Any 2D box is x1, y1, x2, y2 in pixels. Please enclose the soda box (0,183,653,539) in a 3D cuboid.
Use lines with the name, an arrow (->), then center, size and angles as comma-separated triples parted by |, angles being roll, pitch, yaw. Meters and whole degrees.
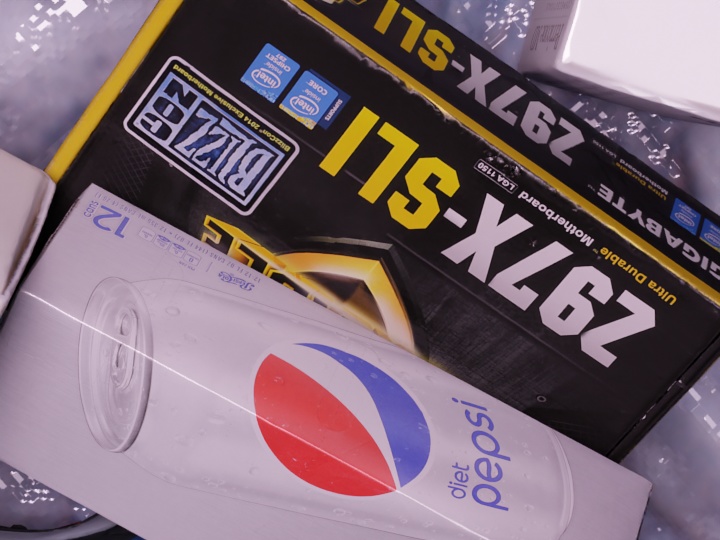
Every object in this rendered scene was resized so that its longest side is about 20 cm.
soda box -> -0.016, 0.058, 0.841 | 0.200, 0.063, 0.068 | 29, 126, -2

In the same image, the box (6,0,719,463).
box -> 0.000, 0.000, 0.878 | 0.200, 0.049, 0.160 | 35, 123, -6

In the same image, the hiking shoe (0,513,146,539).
hiking shoe -> -0.115, 0.123, 0.884 | 0.200, 0.087, 0.074 | -24, 109, 16

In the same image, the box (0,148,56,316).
box -> -0.197, 0.039, 0.825 | 0.128, 0.109, 0.200 | 29, 109, -9

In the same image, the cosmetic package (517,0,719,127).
cosmetic package -> 0.112, -0.151, 0.894 | 0.074, 0.102, 0.200 | 15, 92, -5
